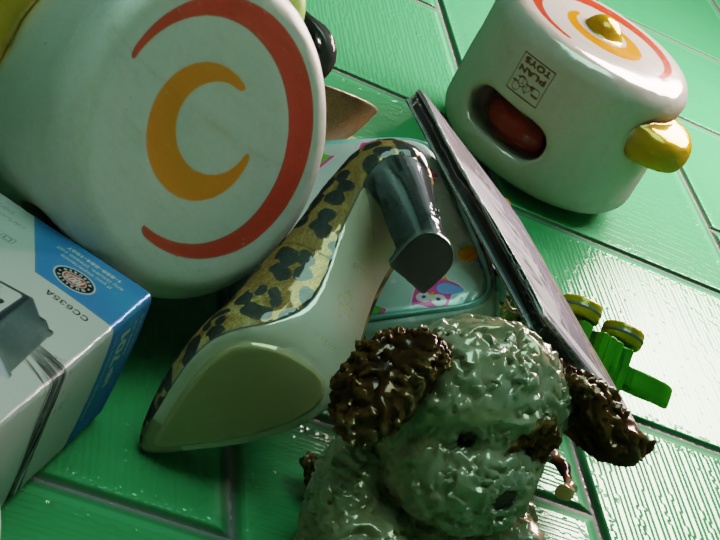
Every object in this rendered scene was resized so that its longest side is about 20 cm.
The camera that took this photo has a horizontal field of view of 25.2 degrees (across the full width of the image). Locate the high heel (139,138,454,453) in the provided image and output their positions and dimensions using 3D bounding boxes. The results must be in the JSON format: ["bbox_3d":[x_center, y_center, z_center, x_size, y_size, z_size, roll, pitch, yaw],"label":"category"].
[{"bbox_3d":[-0.039,0.012,0.862,0.072,0.199,0.143,49,12,-26],"label":"high heel"}]

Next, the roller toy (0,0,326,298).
[{"bbox_3d":[-0.125,-0.085,0.881,0.199,0.185,0.139,-15,22,-41],"label":"roller toy"}]

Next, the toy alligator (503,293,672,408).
[{"bbox_3d":[0.127,0.046,1.079,0.199,0.060,0.054,29,-17,-28],"label":"toy alligator"}]

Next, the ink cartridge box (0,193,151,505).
[{"bbox_3d":[-0.208,0.040,0.738,0.146,0.086,0.200,33,26,4],"label":"ink cartridge box"}]

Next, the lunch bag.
[{"bbox_3d":[0.000,0.000,0.962,0.158,0.078,0.201,-5,37,-9],"label":"lunch bag"}]

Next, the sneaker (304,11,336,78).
[{"bbox_3d":[-0.076,-0.159,1.160,0.199,0.067,0.090,11,-3,43],"label":"sneaker"}]

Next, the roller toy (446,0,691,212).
[{"bbox_3d":[0.177,-0.152,1.361,0.181,0.141,0.201,20,30,-19],"label":"roller toy"}]

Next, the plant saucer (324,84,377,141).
[{"bbox_3d":[-0.088,-0.111,1.066,0.198,0.036,0.200,13,-1,0],"label":"plant saucer"}]

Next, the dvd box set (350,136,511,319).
[{"bbox_3d":[0.027,-0.041,1.161,0.198,0.030,0.147,20,28,-18],"label":"dvd box set"}]

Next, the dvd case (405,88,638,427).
[{"bbox_3d":[0.097,-0.003,0.956,0.149,0.016,0.201,47,14,-46],"label":"dvd case"}]

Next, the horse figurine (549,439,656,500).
[{"bbox_3d":[0.081,0.075,0.997,0.198,0.050,0.133,23,21,-1],"label":"horse figurine"}]

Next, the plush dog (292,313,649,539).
[{"bbox_3d":[0.040,0.096,0.790,0.198,0.173,0.161,8,34,-35],"label":"plush dog"}]
